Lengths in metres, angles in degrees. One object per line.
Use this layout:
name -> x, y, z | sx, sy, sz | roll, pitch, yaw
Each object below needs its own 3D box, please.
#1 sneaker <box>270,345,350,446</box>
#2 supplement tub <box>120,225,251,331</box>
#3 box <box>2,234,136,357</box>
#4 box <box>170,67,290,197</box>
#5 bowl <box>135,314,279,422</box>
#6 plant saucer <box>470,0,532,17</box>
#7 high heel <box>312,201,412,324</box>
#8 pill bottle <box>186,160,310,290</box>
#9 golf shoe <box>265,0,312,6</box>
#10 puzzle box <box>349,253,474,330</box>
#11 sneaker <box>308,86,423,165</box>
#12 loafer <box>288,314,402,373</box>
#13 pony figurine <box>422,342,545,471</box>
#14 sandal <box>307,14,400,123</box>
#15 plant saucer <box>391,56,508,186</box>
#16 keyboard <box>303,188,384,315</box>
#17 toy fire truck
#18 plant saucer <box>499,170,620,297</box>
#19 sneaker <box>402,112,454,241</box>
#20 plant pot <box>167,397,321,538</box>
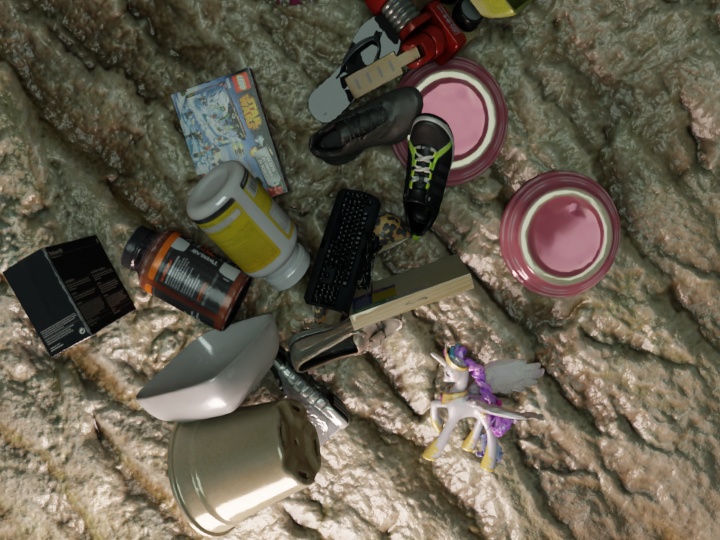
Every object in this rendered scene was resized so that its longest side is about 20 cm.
sneaker -> -0.120, 0.221, 1.214 | 0.200, 0.075, 0.116 | 44, 98, -6
supplement tub -> -0.280, 0.006, 1.168 | 0.197, 0.107, 0.109 | 29, 97, -3
box -> -0.440, 0.033, 1.126 | 0.077, 0.200, 0.144 | -25, 96, 4
box -> -0.207, -0.204, 1.173 | 0.133, 0.040, 0.205 | -17, 97, 4
bowl -> -0.222, 0.159, 1.128 | 0.197, 0.200, 0.076 | -19, 109, 33
plant saucer -> 0.170, -0.456, 1.077 | 0.048, 0.200, 0.201 | -36, 97, 33
high heel -> 0.000, 0.000, 1.180 | 0.139, 0.071, 0.206 | 14, 89, 5
pill bottle -> -0.166, -0.063, 1.129 | 0.111, 0.113, 0.201 | -38, 124, 5
golf shoe -> -0.078, -0.472, 1.131 | 0.194, 0.076, 0.094 | -8, 69, 7
puzzle box -> 0.075, 0.031, 1.156 | 0.195, 0.133, 0.026 | -19, 105, 4
sneaker -> 0.007, -0.218, 1.119 | 0.197, 0.090, 0.077 | -28, 85, 22
loafer -> -0.021, 0.119, 1.191 | 0.195, 0.064, 0.073 | -17, 131, 1
pony figurine -> 0.196, 0.221, 1.185 | 0.187, 0.167, 0.205 | 9, 113, 7
sandal -> -0.004, -0.316, 1.154 | 0.076, 0.043, 0.201 | 38, 96, -4
plant saucer -> 0.140, -0.238, 1.161 | 0.194, 0.051, 0.207 | 0, 97, 1
keyboard -> -0.016, -0.036, 1.127 | 0.101, 0.040, 0.205 | 12, 70, 11
toy fire truck -> 0.054, -0.366, 1.086 | 0.199, 0.128, 0.177 | -39, 92, -27
plant saucer -> 0.324, -0.056, 1.176 | 0.194, 0.051, 0.207 | 0, 98, 1
sneaker -> 0.102, -0.136, 1.116 | 0.070, 0.084, 0.204 | 9, 128, 13
plant pot -> -0.167, 0.289, 1.138 | 0.180, 0.200, 0.205 | -21, 97, 19
